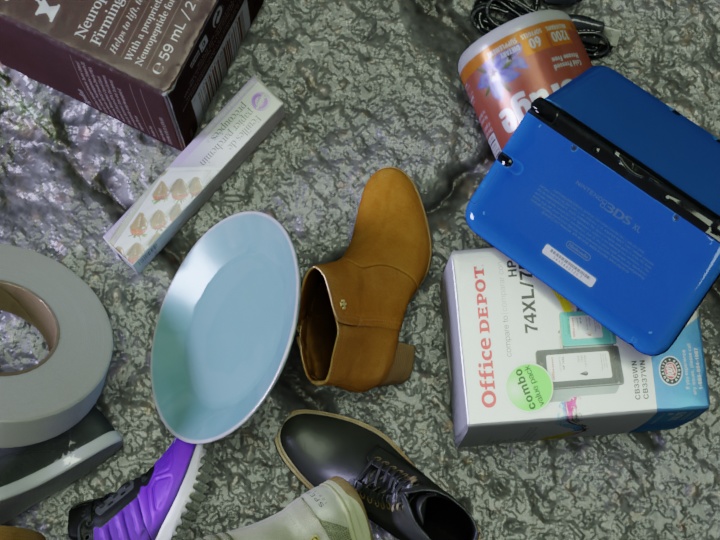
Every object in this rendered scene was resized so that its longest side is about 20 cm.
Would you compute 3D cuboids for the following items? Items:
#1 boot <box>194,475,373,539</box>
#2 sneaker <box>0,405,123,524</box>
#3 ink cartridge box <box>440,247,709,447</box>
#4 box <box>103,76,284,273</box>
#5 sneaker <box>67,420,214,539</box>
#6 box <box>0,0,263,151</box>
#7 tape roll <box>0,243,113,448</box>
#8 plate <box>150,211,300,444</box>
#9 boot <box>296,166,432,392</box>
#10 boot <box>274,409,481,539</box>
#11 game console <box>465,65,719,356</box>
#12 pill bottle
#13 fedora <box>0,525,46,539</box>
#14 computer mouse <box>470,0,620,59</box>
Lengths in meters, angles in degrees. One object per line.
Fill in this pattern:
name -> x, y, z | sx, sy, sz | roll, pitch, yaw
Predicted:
boot -> -0.055, 0.285, 1.248 | 0.153, 0.072, 0.203 | -19, 105, -28
sneaker -> -0.308, 0.153, 1.302 | 0.199, 0.071, 0.100 | -28, 75, -28
ink cartridge box -> 0.173, 0.061, 1.301 | 0.197, 0.146, 0.149 | -5, 78, -2
box -> -0.147, -0.085, 1.381 | 0.039, 0.041, 0.200 | 41, 82, 7
sneaker -> -0.195, 0.208, 1.306 | 0.098, 0.070, 0.202 | 22, 79, 6
box -> -0.208, -0.235, 1.346 | 0.198, 0.164, 0.167 | 25, 79, 4
tape roll -> -0.307, 0.058, 1.293 | 0.200, 0.037, 0.204 | 14, 42, -13
plate -> -0.109, 0.049, 1.304 | 0.025, 0.199, 0.203 | 22, 76, -38
boot -> -0.001, 0.001, 1.309 | 0.070, 0.144, 0.204 | -5, 80, 29
boot -> 0.018, 0.172, 1.281 | 0.198, 0.138, 0.078 | 29, 80, 6
game console -> 0.215, -0.053, 1.251 | 0.199, 0.118, 0.172 | 36, 100, 18
pill bottle -> 0.171, -0.115, 1.353 | 0.111, 0.112, 0.202 | -22, 79, -5
fedora -> -0.300, 0.253, 1.239 | 0.198, 0.201, 0.083 | -3, 62, -1
computer mouse -> 0.188, -0.303, 1.423 | 0.137, 0.053, 0.203 | 14, 79, 3
